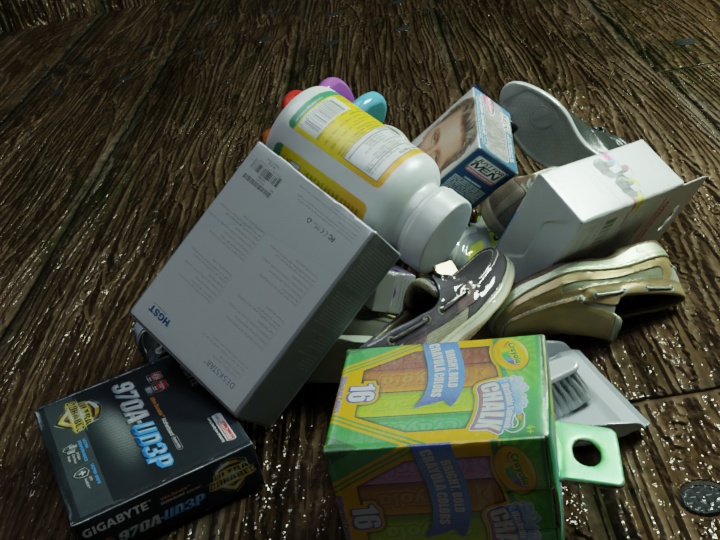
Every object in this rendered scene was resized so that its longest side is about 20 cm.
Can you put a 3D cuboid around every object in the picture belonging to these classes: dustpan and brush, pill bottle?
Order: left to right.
[{"bbox_3d":[0.008,-0.087,0.986,0.199,0.113,0.113,36,48,20],"label":"pill bottle"},{"bbox_3d":[0.119,0.107,0.823,0.198,0.058,0.140,-19,28,-8],"label":"dustpan and brush"}]

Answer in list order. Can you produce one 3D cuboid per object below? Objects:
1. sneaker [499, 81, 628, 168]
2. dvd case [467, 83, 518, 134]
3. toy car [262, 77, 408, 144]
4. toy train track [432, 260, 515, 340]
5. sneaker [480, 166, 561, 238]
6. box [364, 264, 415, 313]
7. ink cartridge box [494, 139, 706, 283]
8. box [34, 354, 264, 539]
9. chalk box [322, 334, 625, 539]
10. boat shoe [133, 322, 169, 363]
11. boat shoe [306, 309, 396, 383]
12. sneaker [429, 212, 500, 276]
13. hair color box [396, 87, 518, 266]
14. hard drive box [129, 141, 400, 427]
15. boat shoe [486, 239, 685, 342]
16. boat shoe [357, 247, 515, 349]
[{"bbox_3d":[0.250,-0.157,1.187,0.200,0.071,0.099,40,28,1],"label":"sneaker"},{"bbox_3d":[0.097,-0.120,1.176,0.200,0.017,0.143,-50,26,15],"label":"dvd case"},{"bbox_3d":[-0.038,-0.166,1.260,0.198,0.152,0.175,-8,5,31],"label":"toy car"},{"bbox_3d":[0.135,0.037,0.968,0.198,0.033,0.115,-18,67,-30],"label":"toy train track"},{"bbox_3d":[0.210,-0.072,1.052,0.199,0.071,0.075,-13,-21,-50],"label":"sneaker"},{"bbox_3d":[0.000,0.000,1.014,0.038,0.042,0.200,8,11,-20],"label":"box"},{"bbox_3d":[0.237,-0.056,0.980,0.199,0.116,0.068,-19,60,-35],"label":"ink cartridge box"},{"bbox_3d":[-0.193,0.155,0.878,0.158,0.046,0.200,-21,28,-17],"label":"box"},{"bbox_3d":[0.087,0.133,0.719,0.197,0.125,0.125,-7,28,11],"label":"chalk box"},{"bbox_3d":[-0.140,0.042,1.035,0.198,0.074,0.068,-26,47,-13],"label":"boat shoe"},{"bbox_3d":[-0.030,0.067,0.954,0.200,0.073,0.060,10,32,25],"label":"boat shoe"},{"bbox_3d":[0.150,-0.023,1.071,0.076,0.076,0.200,36,43,15],"label":"sneaker"},{"bbox_3d":[0.077,-0.096,1.084,0.200,0.060,0.101,-39,35,35],"label":"hair color box"},{"bbox_3d":[-0.088,0.012,0.903,0.156,0.077,0.201,39,91,25],"label":"hard drive box"},{"bbox_3d":[0.215,0.032,0.919,0.198,0.072,0.077,-19,60,-15],"label":"boat shoe"},{"bbox_3d":[0.067,0.034,0.869,0.200,0.065,0.072,-45,14,-34],"label":"boat shoe"}]
